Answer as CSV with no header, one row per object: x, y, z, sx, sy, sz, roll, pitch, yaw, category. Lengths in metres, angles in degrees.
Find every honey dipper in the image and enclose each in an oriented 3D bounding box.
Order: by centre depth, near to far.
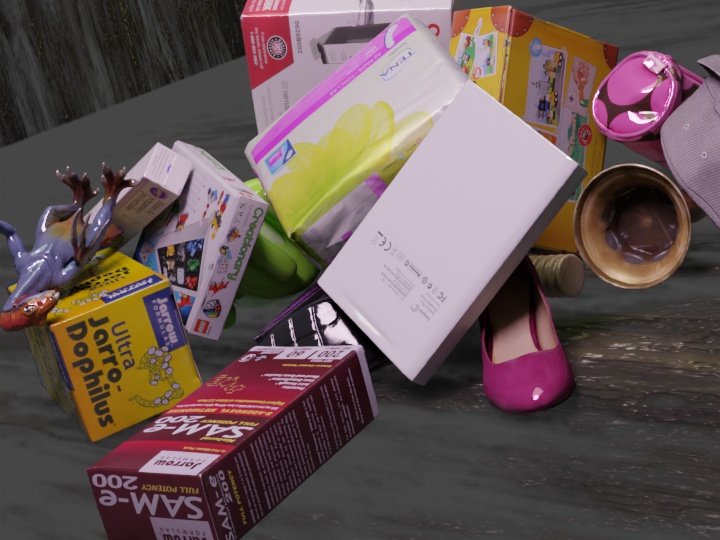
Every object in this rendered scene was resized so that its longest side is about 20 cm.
0.113,0.008,1.217,0.038,0.038,0.199,-28,15,-38,honey dipper

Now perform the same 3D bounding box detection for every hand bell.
0.274,-0.050,1.209,0.103,0.106,0.199,-5,6,32,hand bell

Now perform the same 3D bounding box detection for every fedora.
0.315,-0.081,1.125,0.090,0.201,0.176,-37,-33,17,fedora

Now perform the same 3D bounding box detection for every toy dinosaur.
-0.249,-0.007,1.167,0.104,0.201,0.183,5,59,21,toy dinosaur

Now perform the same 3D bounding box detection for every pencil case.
0.304,-0.137,1.251,0.199,0.094,0.091,14,36,-43,pencil case

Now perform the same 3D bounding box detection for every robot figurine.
-0.096,-0.024,1.321,0.177,0.115,0.200,-58,8,-11,robot figurine

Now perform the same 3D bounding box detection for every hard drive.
0.066,-0.031,1.040,0.027,0.201,0.132,26,14,-50,hard drive

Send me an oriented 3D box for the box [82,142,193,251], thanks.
-0.220,-0.059,1.290,0.200,0.038,0.042,-33,34,53,box

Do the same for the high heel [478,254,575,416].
0.111,0.035,1.000,0.067,0.097,0.200,-14,16,1,high heel

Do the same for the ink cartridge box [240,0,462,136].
-0.002,-0.195,1.288,0.197,0.148,0.083,-1,33,9,ink cartridge box

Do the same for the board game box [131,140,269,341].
-0.149,-0.032,1.231,0.034,0.128,0.200,17,11,-28,board game box

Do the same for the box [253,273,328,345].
0.000,0.000,1.238,0.143,0.036,0.200,-38,4,31,box

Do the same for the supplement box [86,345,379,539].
-0.085,0.120,0.963,0.108,0.062,0.200,-3,21,35,supplement box

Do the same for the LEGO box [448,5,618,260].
0.146,-0.118,1.222,0.148,0.203,0.077,10,-3,-40,LEGO box

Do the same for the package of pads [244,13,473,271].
0.008,-0.109,1.153,0.199,0.068,0.155,-40,40,8,package of pads

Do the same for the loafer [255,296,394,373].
0.008,0.055,1.117,0.198,0.074,0.072,-20,-22,4,loafer

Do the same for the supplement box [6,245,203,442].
-0.231,0.059,1.211,0.109,0.110,0.200,-23,17,-20,supplement box
